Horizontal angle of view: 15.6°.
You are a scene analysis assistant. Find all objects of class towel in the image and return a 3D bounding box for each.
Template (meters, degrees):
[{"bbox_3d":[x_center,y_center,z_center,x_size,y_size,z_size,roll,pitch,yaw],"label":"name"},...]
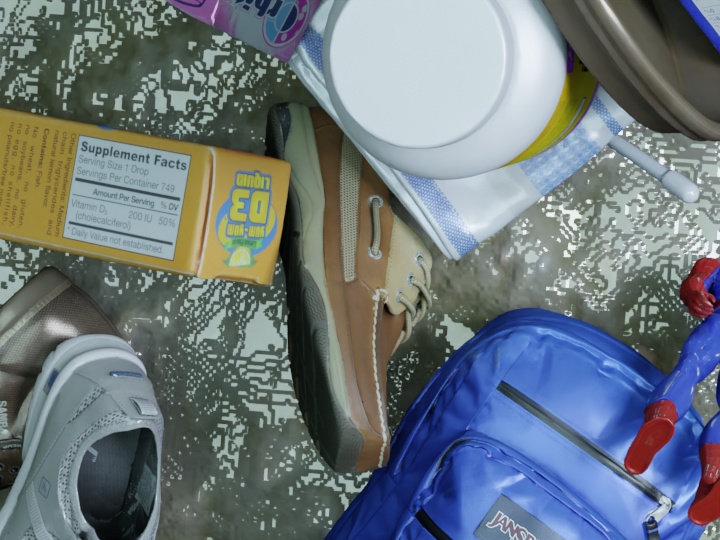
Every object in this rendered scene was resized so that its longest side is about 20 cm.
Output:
[{"bbox_3d":[0.073,-0.118,1.242,0.200,0.024,0.147,-38,87,9],"label":"towel"}]

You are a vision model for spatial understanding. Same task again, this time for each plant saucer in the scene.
[{"bbox_3d":[0.103,-0.140,1.131,0.029,0.200,0.201,-28,89,21],"label":"plant saucer"}]

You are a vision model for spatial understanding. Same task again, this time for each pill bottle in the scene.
[{"bbox_3d":[0.044,-0.093,1.132,0.104,0.200,0.105,1,96,12],"label":"pill bottle"}]

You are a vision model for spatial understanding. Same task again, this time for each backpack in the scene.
[{"bbox_3d":[0.081,0.126,1.251,0.162,0.168,0.200,35,93,-2],"label":"backpack"}]

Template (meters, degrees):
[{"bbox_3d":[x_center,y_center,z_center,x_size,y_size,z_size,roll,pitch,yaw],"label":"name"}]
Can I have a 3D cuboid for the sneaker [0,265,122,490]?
[{"bbox_3d":[-0.200,0.092,1.332,0.076,0.070,0.200,43,98,-2],"label":"sneaker"}]

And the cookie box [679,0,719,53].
[{"bbox_3d":[0.185,-0.198,1.154,0.075,0.200,0.172,-4,52,42],"label":"cookie box"}]

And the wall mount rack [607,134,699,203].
[{"bbox_3d":[0.120,-0.131,1.279,0.173,0.075,0.201,32,97,3],"label":"wall mount rack"}]

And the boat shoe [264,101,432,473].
[{"bbox_3d":[0.000,0.000,1.268,0.073,0.076,0.201,-3,59,-10],"label":"boat shoe"}]

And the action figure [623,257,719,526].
[{"bbox_3d":[0.173,0.037,1.226,0.065,0.200,0.052,34,123,-3],"label":"action figure"}]

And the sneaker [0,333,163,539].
[{"bbox_3d":[-0.141,0.136,1.298,0.074,0.082,0.201,-1,112,-27],"label":"sneaker"}]

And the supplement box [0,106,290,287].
[{"bbox_3d":[-0.132,-0.040,1.279,0.199,0.066,0.069,14,94,33],"label":"supplement box"}]

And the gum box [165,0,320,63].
[{"bbox_3d":[-0.092,-0.196,1.267,0.200,0.066,0.114,32,97,36],"label":"gum box"}]
